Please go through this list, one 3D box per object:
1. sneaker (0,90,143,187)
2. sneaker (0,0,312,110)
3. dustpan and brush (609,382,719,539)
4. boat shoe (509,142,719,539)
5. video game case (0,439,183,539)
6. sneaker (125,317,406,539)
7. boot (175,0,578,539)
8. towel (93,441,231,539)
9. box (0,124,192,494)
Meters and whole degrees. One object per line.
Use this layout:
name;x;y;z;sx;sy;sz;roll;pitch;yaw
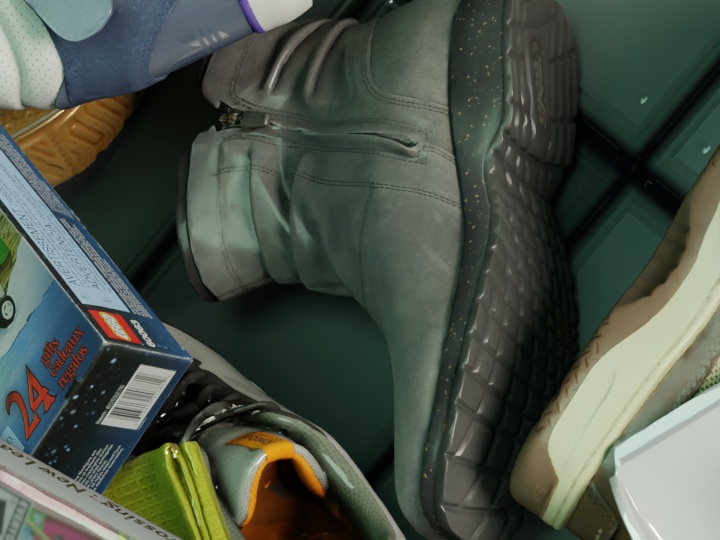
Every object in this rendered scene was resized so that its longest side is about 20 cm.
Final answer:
sneaker;-0.150;-0.053;0.858;0.088;0.076;0.200;37;92;32
sneaker;-0.108;-0.151;0.772;0.146;0.081;0.200;-17;83;7
dustpan and brush;0.174;0.104;0.638;0.140;0.057;0.200;-32;91;7
boat shoe;0.128;0.002;0.704;0.075;0.075;0.202;33;91;11
video game case;-0.078;0.167;0.652;0.182;0.022;0.200;26;103;19
sneaker;-0.042;0.061;0.744;0.074;0.079;0.200;-32;49;-23
boot;0.000;0.000;0.774;0.132;0.070;0.200;-8;59;29
towel;-0.054;0.156;0.682;0.086;0.018;0.200;-26;73;26
box;-0.150;0.060;0.732;0.137;0.038;0.200;47;111;36
